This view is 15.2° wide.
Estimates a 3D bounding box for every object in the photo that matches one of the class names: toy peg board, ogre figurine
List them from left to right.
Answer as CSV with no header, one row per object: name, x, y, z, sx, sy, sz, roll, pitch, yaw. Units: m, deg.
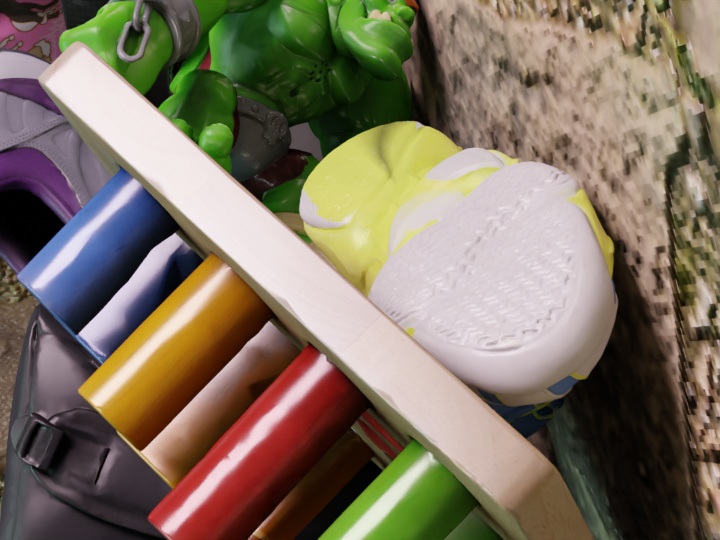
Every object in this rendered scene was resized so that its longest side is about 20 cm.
ogre figurine,-0.033,-0.059,0.973,0.098,0.199,0.121,-24,43,45
toy peg board,-0.027,0.061,0.825,0.199,0.098,0.200,41,172,24

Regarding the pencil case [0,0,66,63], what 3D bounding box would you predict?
pencil case,-0.138,-0.096,1.115,0.201,0.082,0.087,89,161,-45

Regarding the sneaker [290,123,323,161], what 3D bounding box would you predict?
sneaker,0.000,0.000,1.096,0.089,0.075,0.201,51,164,46

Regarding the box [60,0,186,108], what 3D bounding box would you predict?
box,-0.073,-0.128,1.106,0.194,0.047,0.201,90,-171,-56

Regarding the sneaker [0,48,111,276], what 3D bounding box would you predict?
sneaker,-0.083,0.002,1.022,0.074,0.199,0.088,-47,21,38

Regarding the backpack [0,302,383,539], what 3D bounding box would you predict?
backpack,-0.026,0.102,0.990,0.154,0.198,0.164,52,-139,-84

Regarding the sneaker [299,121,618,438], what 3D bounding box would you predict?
sneaker,0.047,0.019,0.852,0.105,0.075,0.200,58,178,-23
